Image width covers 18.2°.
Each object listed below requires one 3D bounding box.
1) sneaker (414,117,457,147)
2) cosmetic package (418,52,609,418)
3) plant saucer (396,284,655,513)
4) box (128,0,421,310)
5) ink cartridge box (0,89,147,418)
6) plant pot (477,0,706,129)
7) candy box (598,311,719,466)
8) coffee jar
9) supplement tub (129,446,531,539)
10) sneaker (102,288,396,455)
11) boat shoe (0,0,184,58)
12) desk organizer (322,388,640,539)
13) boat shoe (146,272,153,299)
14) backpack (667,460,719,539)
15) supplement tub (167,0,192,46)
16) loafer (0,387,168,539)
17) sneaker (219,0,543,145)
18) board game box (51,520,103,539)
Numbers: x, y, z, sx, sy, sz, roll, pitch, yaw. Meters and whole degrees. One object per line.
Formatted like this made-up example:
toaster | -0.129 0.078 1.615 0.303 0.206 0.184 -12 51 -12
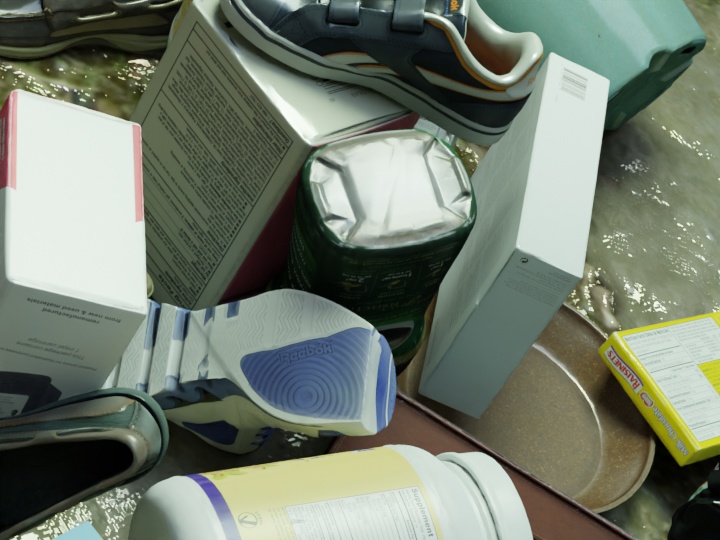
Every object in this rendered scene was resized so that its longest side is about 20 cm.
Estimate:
sneaker | 0.029 -0.071 1.565 0.075 0.115 0.200 20 44 -13
cosmetic package | 0.102 -0.024 1.487 0.052 0.151 0.200 25 43 -10
plant saucer | 0.103 0.090 1.519 0.200 0.037 0.201 17 44 -17
box | -0.070 -0.072 1.442 0.109 0.200 0.128 -21 65 -43
ink cartridge box | -0.197 0.022 1.283 0.084 0.200 0.145 15 45 -23
plant pot | 0.148 -0.205 1.716 0.200 0.200 0.196 -27 75 -44
candy box | 0.257 0.078 1.600 0.200 0.026 0.102 -8 54 -50
coffee jar | 0.000 0.000 1.389 0.104 0.200 0.086 -10 62 -18
supplement tub | -0.016 0.176 1.257 0.199 0.146 0.146 -6 54 -23
sneaker | -0.061 0.065 1.368 0.115 0.199 0.081 38 59 -59
boat shoe | -0.202 -0.199 1.576 0.199 0.073 0.075 -6 55 -35
desk organizer | 0.068 0.152 1.394 0.200 0.072 0.077 32 79 -1
boat shoe | -0.217 -0.030 1.418 0.201 0.063 0.073 40 43 8
backpack | 0.296 0.163 1.501 0.167 0.127 0.200 48 42 -1
supplement tub | -0.048 -0.174 1.551 0.145 0.200 0.146 16 45 -17
loafer | -0.202 0.116 1.213 0.063 0.199 0.072 -84 152 -80
sneaker | 0.018 -0.152 1.365 0.199 0.079 0.079 22 42 -15
board game box | -0.134 0.248 1.143 0.200 0.103 0.105 50 40 13
